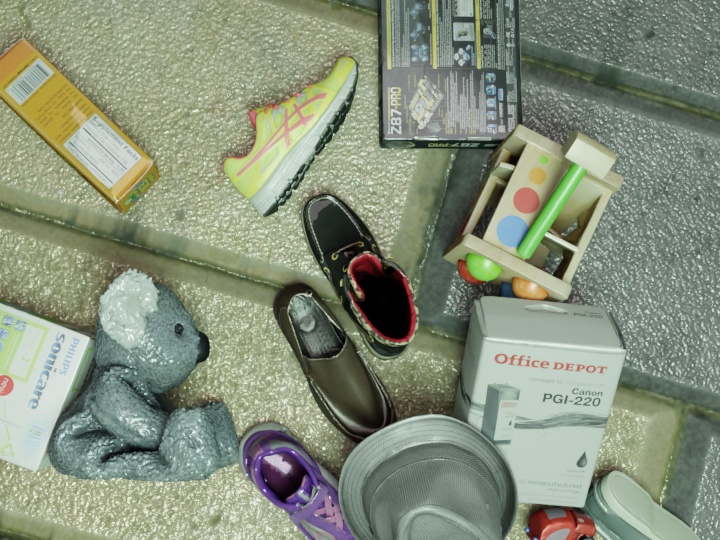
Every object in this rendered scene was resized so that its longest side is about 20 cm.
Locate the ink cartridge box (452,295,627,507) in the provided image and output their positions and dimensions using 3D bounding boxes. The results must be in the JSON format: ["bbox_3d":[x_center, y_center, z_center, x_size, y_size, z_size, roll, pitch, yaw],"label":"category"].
[{"bbox_3d":[0.175,0.136,0.970,0.145,0.085,0.201,5,116,-3],"label":"ink cartridge box"}]

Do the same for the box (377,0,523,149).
[{"bbox_3d":[0.100,-0.239,1.068,0.160,0.049,0.202,-1,84,-5],"label":"box"}]

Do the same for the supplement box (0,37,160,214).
[{"bbox_3d":[-0.311,-0.155,1.026,0.069,0.067,0.200,-44,89,-10],"label":"supplement box"}]

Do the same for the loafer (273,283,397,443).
[{"bbox_3d":[-0.031,0.104,1.013,0.073,0.071,0.200,-36,87,-6],"label":"loafer"}]

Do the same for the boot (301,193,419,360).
[{"bbox_3d":[0.000,0.000,0.985,0.073,0.151,0.201,-24,86,-5],"label":"boot"}]

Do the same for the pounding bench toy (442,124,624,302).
[{"bbox_3d":[0.180,-0.050,0.977,0.124,0.200,0.157,27,83,-1],"label":"pounding bench toy"}]

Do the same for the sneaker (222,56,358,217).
[{"bbox_3d":[-0.077,-0.162,1.035,0.090,0.078,0.200,36,84,3],"label":"sneaker"}]

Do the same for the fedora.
[{"bbox_3d":[0.074,0.248,0.924,0.176,0.090,0.201,-22,119,5],"label":"fedora"}]

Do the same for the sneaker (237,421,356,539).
[{"bbox_3d":[-0.047,0.241,0.990,0.200,0.088,0.081,39,81,-1],"label":"sneaker"}]

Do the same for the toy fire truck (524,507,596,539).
[{"bbox_3d":[0.161,0.343,1.000,0.140,0.049,0.201,12,93,-9],"label":"toy fire truck"}]

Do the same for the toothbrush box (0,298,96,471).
[{"bbox_3d":[-0.392,0.103,0.986,0.199,0.086,0.146,22,84,-2],"label":"toothbrush box"}]

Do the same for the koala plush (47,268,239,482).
[{"bbox_3d":[-0.221,0.104,0.952,0.182,0.177,0.202,-1,84,0],"label":"koala plush"}]

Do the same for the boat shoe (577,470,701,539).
[{"bbox_3d":[0.319,0.303,1.030,0.200,0.073,0.062,44,127,-5],"label":"boat shoe"}]
